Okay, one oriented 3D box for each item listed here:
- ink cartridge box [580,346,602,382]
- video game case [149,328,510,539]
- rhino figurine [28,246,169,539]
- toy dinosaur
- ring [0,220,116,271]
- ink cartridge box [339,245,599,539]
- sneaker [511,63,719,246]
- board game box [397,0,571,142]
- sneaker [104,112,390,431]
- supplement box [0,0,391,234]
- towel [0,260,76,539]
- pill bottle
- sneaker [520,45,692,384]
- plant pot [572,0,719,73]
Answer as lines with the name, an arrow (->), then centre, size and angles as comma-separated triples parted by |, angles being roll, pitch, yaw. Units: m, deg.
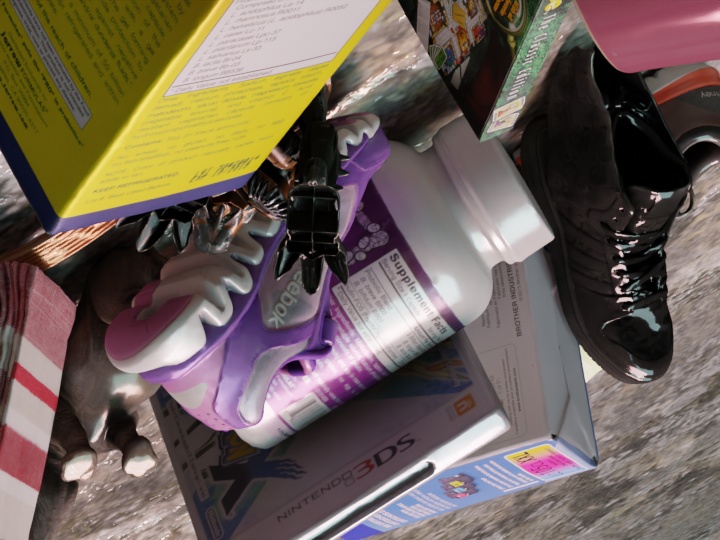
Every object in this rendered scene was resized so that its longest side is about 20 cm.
ink cartridge box -> 0.082, 0.049, 1.839 | 0.200, 0.048, 0.146 | -42, -158, 26
video game case -> -0.024, 0.071, 1.653 | 0.182, 0.200, 0.022 | -33, 127, 5
rhino figurine -> -0.142, 0.074, 1.559 | 0.060, 0.088, 0.201 | 15, 118, -32
toy dinosaur -> -0.052, -0.072, 1.344 | 0.101, 0.136, 0.201 | 0, 140, 7
ring -> -0.166, -0.037, 1.383 | 0.200, 0.019, 0.201 | -28, 161, -10
ink cartridge box -> 0.027, 0.071, 1.727 | 0.199, 0.137, 0.076 | -17, 153, 21
sneaker -> 0.141, -0.042, 1.750 | 0.199, 0.082, 0.077 | -35, 155, 5
board game box -> 0.057, -0.148, 1.305 | 0.023, 0.105, 0.200 | -19, 160, -20
sneaker -> -0.041, 0.004, 1.481 | 0.080, 0.089, 0.200 | -16, -150, 51
supplement box -> -0.066, -0.121, 1.172 | 0.108, 0.110, 0.200 | -15, 157, -41
towel -> -0.176, 0.102, 1.451 | 0.023, 0.201, 0.144 | 10, 171, 5
pill bottle -> 0.000, 0.000, 1.600 | 0.199, 0.113, 0.112 | -33, 162, 5
sneaker -> 0.148, -0.032, 1.672 | 0.060, 0.201, 0.104 | -25, -173, -30
plant pot -> 0.177, -0.177, 1.315 | 0.178, 0.201, 0.200 | -19, 166, 18
